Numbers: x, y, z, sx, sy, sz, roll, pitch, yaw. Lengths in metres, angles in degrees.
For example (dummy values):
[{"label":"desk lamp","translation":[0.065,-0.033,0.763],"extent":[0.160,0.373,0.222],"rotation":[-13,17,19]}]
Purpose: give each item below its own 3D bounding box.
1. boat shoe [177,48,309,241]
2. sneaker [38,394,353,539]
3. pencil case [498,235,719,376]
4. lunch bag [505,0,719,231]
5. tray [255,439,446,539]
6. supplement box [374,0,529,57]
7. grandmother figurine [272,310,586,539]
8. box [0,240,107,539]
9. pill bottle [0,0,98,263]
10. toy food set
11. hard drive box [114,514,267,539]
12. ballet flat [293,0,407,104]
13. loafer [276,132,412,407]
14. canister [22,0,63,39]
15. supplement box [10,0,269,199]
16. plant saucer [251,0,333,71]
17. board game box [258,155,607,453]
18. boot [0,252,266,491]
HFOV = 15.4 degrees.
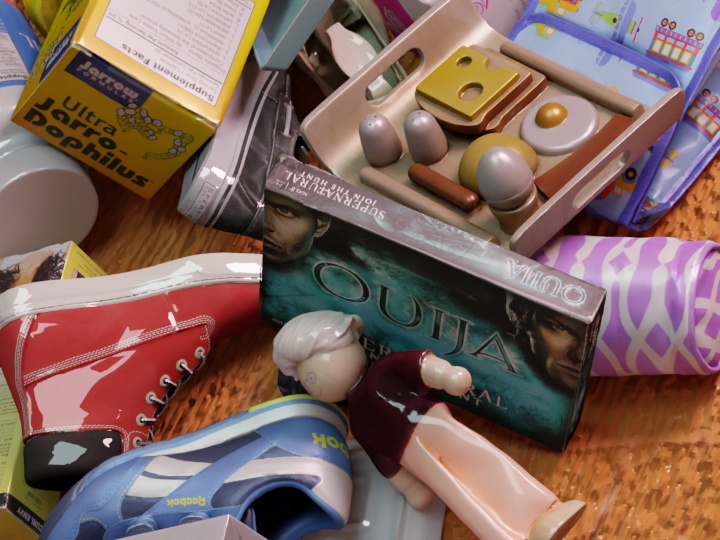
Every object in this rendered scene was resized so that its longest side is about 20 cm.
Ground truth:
[{"label":"boat shoe","translation":[-0.068,-0.079,1.730],"extent":[0.072,0.071,0.200],"rotation":[-52,14,35]},{"label":"sneaker","translation":[-0.094,0.143,1.538],"extent":[0.199,0.074,0.083],"rotation":[-24,50,8]},{"label":"pencil case","translation":[0.122,0.018,1.559],"extent":[0.199,0.085,0.085],"rotation":[5,16,28]},{"label":"lunch bag","translation":[0.160,-0.116,1.651],"extent":[0.150,0.094,0.201],"rotation":[28,82,39]},{"label":"tray","translation":[-0.045,0.144,1.576],"extent":[0.199,0.022,0.108],"rotation":[-6,53,22]},{"label":"supplement box","translation":[0.104,-0.224,1.738],"extent":[0.200,0.101,0.103],"rotation":[-42,48,-10]},{"label":"grandmother figurine","translation":[0.033,0.090,1.491],"extent":[0.200,0.122,0.060],"rotation":[38,41,16]},{"label":"box","translation":[-0.216,0.081,1.682],"extent":[0.075,0.050,0.201],"rotation":[-14,50,30]},{"label":"pill bottle","translation":[-0.247,-0.095,1.800],"extent":[0.112,0.112,0.200],"rotation":[-32,48,0]},{"label":"toy food set","translation":[0.076,-0.091,1.580],"extent":[0.143,0.061,0.200],"rotation":[-42,45,-17]},{"label":"hard drive box","translation":[-0.135,0.234,1.472],"extent":[0.199,0.077,0.157],"rotation":[-17,49,37]},{"label":"ballet flat","translation":[-0.012,-0.150,1.760],"extent":[0.069,0.070,0.200],"rotation":[-33,47,-2]},{"label":"loafer","translation":[0.000,0.000,1.643],"extent":[0.070,0.068,0.201],"rotation":[-1,56,51]},{"label":"canister","translation":[-0.206,-0.257,1.924],"extent":[0.148,0.087,0.200],"rotation":[-37,46,-6]},{"label":"supplement box","translation":[-0.130,-0.169,1.739],"extent":[0.109,0.108,0.201],"rotation":[-41,24,52]},{"label":"plant saucer","translation":[-0.050,-0.179,1.747],"extent":[0.070,0.019,0.200],"rotation":[-55,18,10]},{"label":"board game box","translation":[0.037,0.020,1.512],"extent":[0.199,0.136,0.028],"rotation":[23,57,13]},{"label":"boot","translation":[-0.116,0.071,1.632],"extent":[0.199,0.072,0.145],"rotation":[-11,69,-13]}]
